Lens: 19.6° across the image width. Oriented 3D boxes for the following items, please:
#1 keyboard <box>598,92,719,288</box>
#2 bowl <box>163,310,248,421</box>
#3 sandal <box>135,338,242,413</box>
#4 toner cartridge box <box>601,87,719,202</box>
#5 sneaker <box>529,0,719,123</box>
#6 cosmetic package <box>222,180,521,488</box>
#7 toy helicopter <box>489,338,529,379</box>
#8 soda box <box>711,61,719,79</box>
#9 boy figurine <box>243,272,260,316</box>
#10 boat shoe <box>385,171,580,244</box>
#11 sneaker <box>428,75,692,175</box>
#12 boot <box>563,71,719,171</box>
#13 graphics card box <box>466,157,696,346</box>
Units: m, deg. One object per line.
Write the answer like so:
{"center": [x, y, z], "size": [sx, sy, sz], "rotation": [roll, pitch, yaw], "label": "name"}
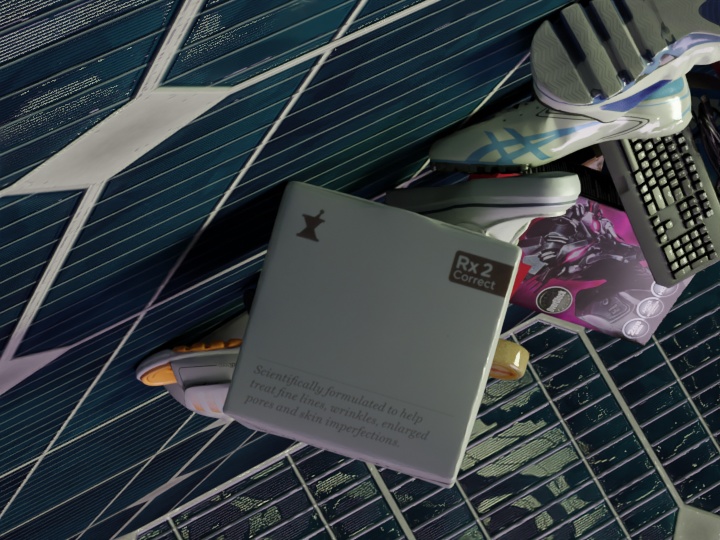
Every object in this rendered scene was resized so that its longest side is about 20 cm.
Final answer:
{"center": [0.244, -0.087, 1.604], "size": [0.104, 0.200, 0.040], "rotation": [-32, -154, -12], "label": "keyboard"}
{"center": [-0.070, 0.071, 1.903], "size": [0.199, 0.075, 0.200], "rotation": [-32, 171, 14], "label": "bowl"}
{"center": [-0.093, 0.090, 1.766], "size": [0.206, 0.059, 0.079], "rotation": [-10, 166, 16], "label": "sandal"}
{"center": [0.299, -0.096, 1.698], "size": [0.200, 0.095, 0.043], "rotation": [9, 173, 33], "label": "toner cartridge box"}
{"center": [0.193, -0.156, 1.388], "size": [0.199, 0.081, 0.115], "rotation": [-22, 175, -10], "label": "sneaker"}
{"center": [0.010, 0.050, 1.455], "size": [0.200, 0.164, 0.165], "rotation": [69, 37, -82], "label": "cosmetic package"}
{"center": [0.036, 0.060, 1.611], "size": [0.200, 0.079, 0.132], "rotation": [0, 154, 36], "label": "toy helicopter"}
{"center": [0.337, -0.187, 1.734], "size": [0.063, 0.070, 0.200], "rotation": [-29, 173, 1], "label": "soda box"}
{"center": [0.000, 0.000, 1.728], "size": [0.200, 0.065, 0.124], "rotation": [-22, 167, -29], "label": "boy figurine"}
{"center": [0.095, -0.036, 1.560], "size": [0.073, 0.067, 0.200], "rotation": [-7, -178, -33], "label": "boat shoe"}
{"center": [0.143, -0.114, 1.536], "size": [0.199, 0.073, 0.072], "rotation": [-15, -176, -3], "label": "sneaker"}
{"center": [0.234, -0.111, 1.871], "size": [0.186, 0.064, 0.200], "rotation": [-17, 170, 1], "label": "boot"}
{"center": [0.171, -0.022, 1.687], "size": [0.200, 0.051, 0.126], "rotation": [18, 126, -18], "label": "graphics card box"}
